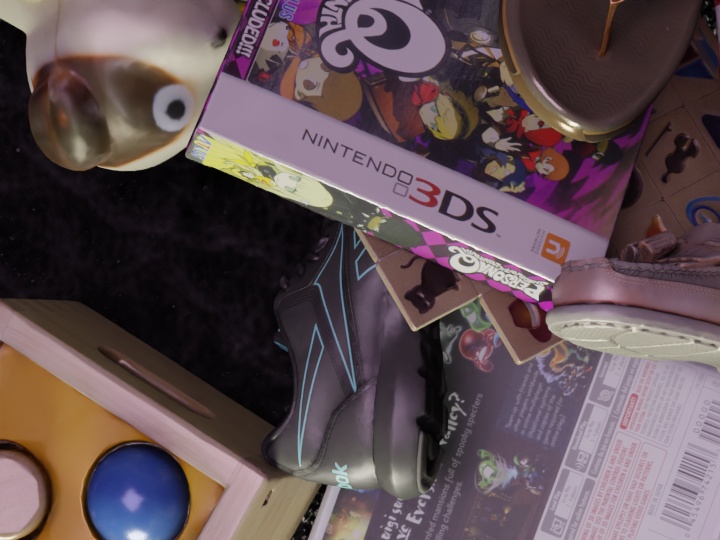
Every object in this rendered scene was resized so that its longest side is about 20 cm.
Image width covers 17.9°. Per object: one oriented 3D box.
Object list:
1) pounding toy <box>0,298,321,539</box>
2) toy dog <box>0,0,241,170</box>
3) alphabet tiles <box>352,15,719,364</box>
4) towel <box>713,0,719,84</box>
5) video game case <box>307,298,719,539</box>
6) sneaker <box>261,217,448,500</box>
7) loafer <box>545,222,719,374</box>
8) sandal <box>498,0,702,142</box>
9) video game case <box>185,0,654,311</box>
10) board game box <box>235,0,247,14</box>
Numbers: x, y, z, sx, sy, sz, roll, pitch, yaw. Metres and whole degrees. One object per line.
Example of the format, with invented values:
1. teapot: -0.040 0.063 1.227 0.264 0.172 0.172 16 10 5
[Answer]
1. pounding toy: -0.158 0.119 1.054 0.199 0.142 0.185 31 97 14
2. toy dog: -0.132 -0.137 1.009 0.194 0.139 0.200 -40 77 26
3. alphabet tiles: 0.080 -0.059 1.002 0.199 0.006 0.167 -27 80 -21
4. towel: 0.196 -0.010 0.949 0.023 0.144 0.201 -14 78 38
5. video game case: 0.074 0.114 1.051 0.181 0.023 0.201 21 96 15
6. sneaker: 0.000 0.000 1.019 0.079 0.075 0.201 0 72 15
7. loafer: 0.148 0.009 0.952 0.072 0.199 0.063 -3 79 44
8. sandal: 0.124 -0.142 0.924 0.080 0.054 0.200 37 72 4
9. video game case: 0.042 -0.103 0.985 0.180 0.036 0.201 24 67 -6
10. board game box: -0.042 -0.188 1.077 0.151 0.046 0.201 16 93 16
